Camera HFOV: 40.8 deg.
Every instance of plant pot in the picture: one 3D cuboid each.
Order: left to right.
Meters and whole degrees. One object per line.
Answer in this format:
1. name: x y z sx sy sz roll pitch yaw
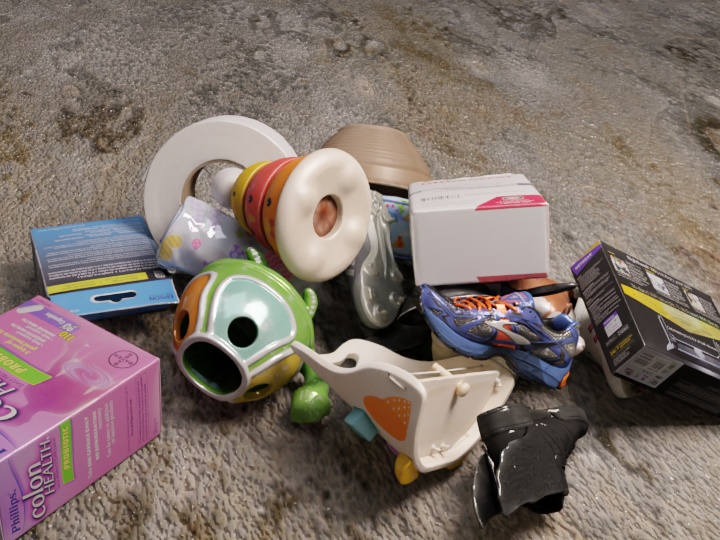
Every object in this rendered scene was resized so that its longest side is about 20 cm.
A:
1. plant pot: 0.015 -0.148 1.359 0.198 0.094 0.201 7 -6 1

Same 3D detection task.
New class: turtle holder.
1. turtle holder: -0.120 0.084 1.023 0.140 0.187 0.132 -18 20 26

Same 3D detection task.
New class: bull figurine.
1. bull figurine: 0.197 0.030 1.118 0.121 0.066 0.199 4 23 -46

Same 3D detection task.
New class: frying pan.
1. frying pan: 0.123 0.027 1.032 0.189 0.031 0.114 -23 -21 38

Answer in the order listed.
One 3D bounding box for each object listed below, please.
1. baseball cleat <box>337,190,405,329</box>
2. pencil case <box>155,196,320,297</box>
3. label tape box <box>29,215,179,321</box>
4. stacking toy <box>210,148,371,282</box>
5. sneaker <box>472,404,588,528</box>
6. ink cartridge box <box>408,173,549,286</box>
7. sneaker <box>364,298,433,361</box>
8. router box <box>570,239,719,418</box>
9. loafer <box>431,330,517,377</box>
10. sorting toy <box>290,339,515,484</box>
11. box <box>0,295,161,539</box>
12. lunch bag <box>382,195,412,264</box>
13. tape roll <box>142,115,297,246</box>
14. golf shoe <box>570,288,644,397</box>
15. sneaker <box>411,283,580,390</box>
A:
1. baseball cleat: 0.000 0.000 1.149 0.069 0.106 0.202 29 42 -29
2. pencil case: -0.141 -0.009 1.147 0.198 0.083 0.091 25 57 -7
3. label tape box: -0.308 0.015 1.158 0.142 0.067 0.200 -9 36 -23
4. stacking toy: -0.099 -0.076 1.105 0.199 0.148 0.145 15 30 39
5. sneaker: 0.169 0.187 0.933 0.199 0.060 0.105 12 55 -47
6. ink cartridge box: 0.127 -0.050 1.088 0.143 0.084 0.200 -4 13 3
7. sneaker: 0.069 0.054 1.156 0.103 0.061 0.200 14 35 4
8. router box: 0.338 0.068 1.074 0.199 0.052 0.158 23 37 -28
9. loafer: 0.155 0.096 1.098 0.198 0.069 0.076 6 20 -33
10. sorting toy: 0.025 0.114 0.962 0.179 0.108 0.199 30 13 30
11. box: -0.322 0.132 0.923 0.175 0.098 0.200 23 35 26
12. lunch bag: 0.088 -0.049 1.275 0.198 0.083 0.161 11 3 8
13. tape roll: -0.168 -0.091 1.212 0.200 0.205 0.071 6 14 1
14. golf shoe: 0.291 0.084 1.152 0.091 0.073 0.201 -20 30 19
15. sneaker: 0.140 0.050 0.987 0.198 0.079 0.075 21 15 -23
